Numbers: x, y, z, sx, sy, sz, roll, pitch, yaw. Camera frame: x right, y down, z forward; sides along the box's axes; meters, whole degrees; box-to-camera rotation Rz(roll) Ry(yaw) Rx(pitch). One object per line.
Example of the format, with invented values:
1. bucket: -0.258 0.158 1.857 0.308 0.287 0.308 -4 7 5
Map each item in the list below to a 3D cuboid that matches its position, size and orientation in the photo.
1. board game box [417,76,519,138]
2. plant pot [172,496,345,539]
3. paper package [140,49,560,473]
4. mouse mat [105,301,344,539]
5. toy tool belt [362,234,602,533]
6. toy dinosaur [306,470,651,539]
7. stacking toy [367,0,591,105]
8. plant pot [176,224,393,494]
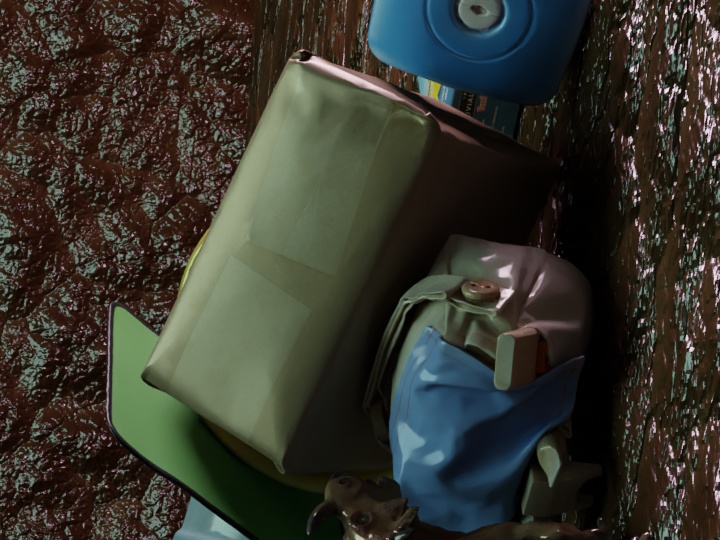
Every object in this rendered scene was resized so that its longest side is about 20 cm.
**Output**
1. board game box: 0.071 -0.172 1.490 0.201 0.046 0.152 -97 14 -52
2. plant pot: -0.035 0.154 1.630 0.200 0.198 0.198 158 123 -81
3. paper package: 0.000 0.000 1.255 0.190 0.103 0.201 9 -72 -64
4. mouse mat: -0.081 0.112 1.412 0.008 0.200 0.161 -44 23 17
5. toy tool belt: 0.061 0.092 1.180 0.123 0.124 0.202 -83 1 -60
6. toy dinosaur: 0.057 0.154 1.072 0.200 0.134 0.087 -167 84 -70
7. stacking toy: 0.080 -0.193 1.333 0.201 0.115 0.110 -73 0 -57
8. plant pot: -0.001 0.019 1.463 0.189 0.199 0.203 -56 -27 -74
